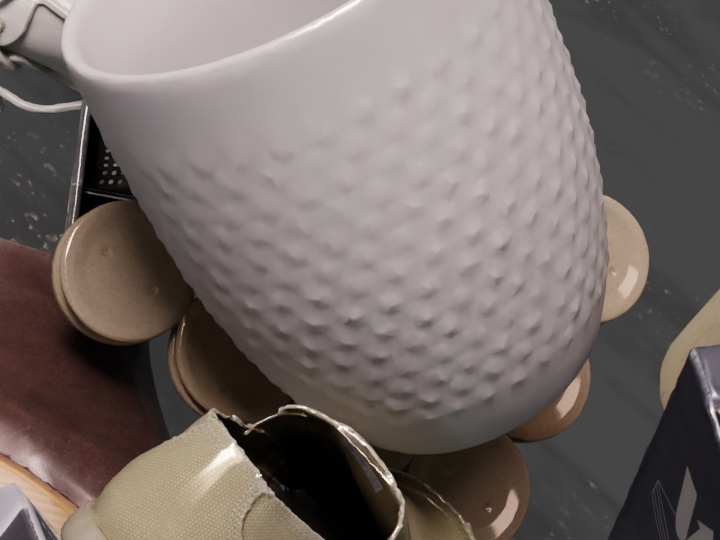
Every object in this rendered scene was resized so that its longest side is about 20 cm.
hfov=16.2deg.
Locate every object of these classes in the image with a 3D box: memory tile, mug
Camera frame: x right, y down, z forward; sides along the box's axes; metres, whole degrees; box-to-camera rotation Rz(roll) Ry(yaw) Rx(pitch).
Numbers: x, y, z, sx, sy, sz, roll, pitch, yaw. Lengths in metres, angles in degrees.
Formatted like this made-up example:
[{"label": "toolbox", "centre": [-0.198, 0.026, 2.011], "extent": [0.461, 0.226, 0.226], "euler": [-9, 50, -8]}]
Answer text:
[{"label": "memory tile", "centre": [0.000, 0.000, 0.919], "extent": [0.200, 0.017, 0.154], "euler": [33, 72, -15]}, {"label": "mug", "centre": [0.013, -0.049, 0.850], "extent": [0.147, 0.176, 0.200], "euler": [-10, 34, 29]}]

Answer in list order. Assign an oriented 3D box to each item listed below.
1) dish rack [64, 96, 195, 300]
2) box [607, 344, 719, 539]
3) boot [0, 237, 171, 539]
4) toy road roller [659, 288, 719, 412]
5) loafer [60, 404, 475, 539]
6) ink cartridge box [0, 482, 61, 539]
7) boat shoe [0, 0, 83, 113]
[{"label": "dish rack", "centre": [-0.013, -0.048, 0.956], "extent": [0.199, 0.055, 0.154], "euler": [10, 80, -18]}, {"label": "box", "centre": [0.158, 0.152, 0.799], "extent": [0.117, 0.200, 0.197], "euler": [-5, 56, -13]}, {"label": "boot", "centre": [-0.081, 0.065, 0.904], "extent": [0.199, 0.072, 0.167], "euler": [16, 44, -11]}, {"label": "toy road roller", "centre": [0.227, 0.033, 0.948], "extent": [0.200, 0.123, 0.146], "euler": [-30, 76, -27]}, {"label": "loafer", "centre": [-0.011, 0.084, 0.804], "extent": [0.076, 0.068, 0.200], "euler": [52, 20, 22]}, {"label": "ink cartridge box", "centre": [-0.154, 0.155, 0.719], "extent": [0.198, 0.200, 0.043], "euler": [-41, 103, -6]}, {"label": "boat shoe", "centre": [-0.147, -0.105, 1.010], "extent": [0.202, 0.075, 0.086], "euler": [40, 58, 20]}]
